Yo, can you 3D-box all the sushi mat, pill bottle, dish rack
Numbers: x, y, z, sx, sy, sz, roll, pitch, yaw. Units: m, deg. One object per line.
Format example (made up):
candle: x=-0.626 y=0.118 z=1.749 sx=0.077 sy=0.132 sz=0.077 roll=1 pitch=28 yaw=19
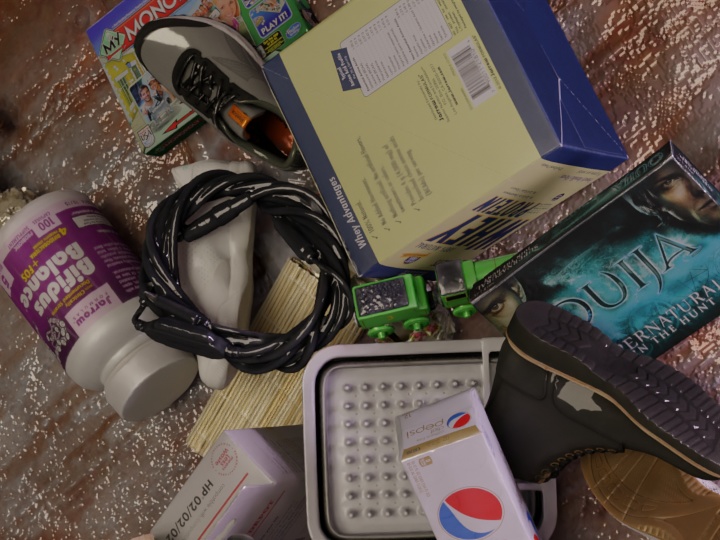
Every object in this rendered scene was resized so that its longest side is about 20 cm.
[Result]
sushi mat: x=-0.074 y=0.095 z=1.794 sx=0.096 sy=0.012 sz=0.200 roll=38 pitch=107 yaw=26
pill bottle: x=-0.232 y=0.033 z=1.831 sx=0.112 sy=0.112 sz=0.200 roll=-49 pitch=67 yaw=20
dish rack: x=0.054 y=0.142 z=1.661 sx=0.199 sy=0.044 sz=0.172 roll=-2 pitch=88 yaw=-2

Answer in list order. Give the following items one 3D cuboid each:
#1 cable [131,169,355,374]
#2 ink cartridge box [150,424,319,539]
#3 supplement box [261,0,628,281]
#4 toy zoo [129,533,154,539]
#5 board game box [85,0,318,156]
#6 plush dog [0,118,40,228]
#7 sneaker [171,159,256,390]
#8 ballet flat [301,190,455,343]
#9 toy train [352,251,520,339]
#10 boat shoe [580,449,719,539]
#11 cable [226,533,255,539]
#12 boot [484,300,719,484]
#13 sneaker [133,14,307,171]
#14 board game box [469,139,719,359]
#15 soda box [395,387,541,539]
cable: x=-0.089 y=0.000 z=1.712 sx=0.199 sy=0.051 sz=0.164 roll=12 pitch=73 yaw=24
ink cartridge box: x=-0.089 y=0.190 z=1.692 sx=0.068 sy=0.200 sz=0.115 roll=44 pitch=109 yaw=24
supplement box: x=0.065 y=-0.126 z=1.649 sx=0.199 sy=0.134 sz=0.201 roll=-33 pitch=73 yaw=25
toy zoo: x=-0.178 y=0.289 z=1.710 sx=0.200 sy=0.020 sz=0.132 roll=138 pitch=117 yaw=-71
board game box: x=-0.140 y=-0.210 z=1.832 sx=0.200 sy=0.029 sz=0.135 roll=-34 pitch=73 yaw=25
plush dog: x=-0.409 y=-0.078 z=1.931 sx=0.200 sy=0.160 sz=0.172 roll=-28 pitch=52 yaw=27
sneaker: x=-0.137 y=0.003 z=1.779 sx=0.088 sy=0.075 sz=0.201 roll=3 pitch=74 yaw=2
ballet flat: x=0.000 y=0.000 z=1.725 sx=0.200 sy=0.064 sz=0.076 roll=42 pitch=110 yaw=25
toy train: x=0.088 y=0.011 z=1.641 sx=0.199 sy=0.056 sz=0.042 roll=-14 pitch=67 yaw=6
boat shoe: x=0.246 y=0.188 z=1.575 sx=0.071 sy=0.069 sz=0.200 roll=-48 pitch=44 yaw=-2
cable: x=-0.065 y=0.279 z=1.665 sx=0.097 sy=0.050 sz=0.200 roll=0 pitch=126 yaw=45
boot: x=0.182 y=0.129 z=1.577 sx=0.200 sy=0.077 sz=0.139 roll=36 pitch=125 yaw=21
sneaker: x=-0.109 y=-0.151 z=1.756 sx=0.200 sy=0.079 sz=0.074 roll=33 pitch=114 yaw=11
board game box: x=0.201 y=0.007 z=1.584 sx=0.200 sy=0.028 sz=0.135 roll=-38 pitch=112 yaw=24
soda box: x=0.093 y=0.193 z=1.585 sx=0.068 sy=0.064 sz=0.201 roll=-20 pitch=118 yaw=8
